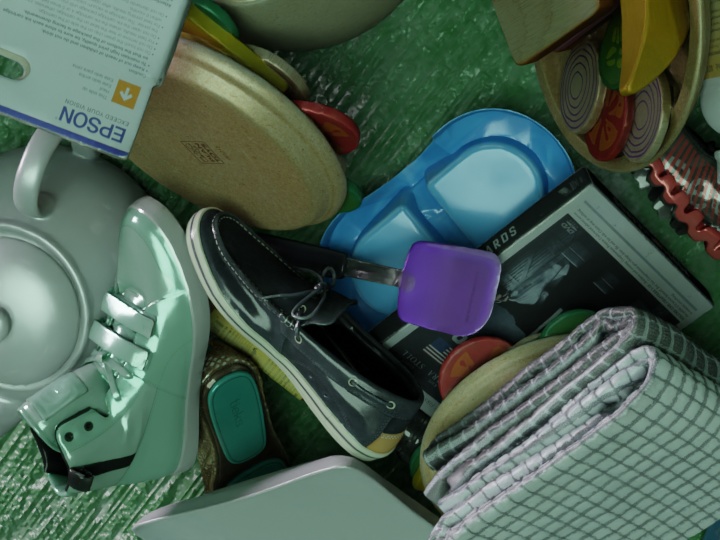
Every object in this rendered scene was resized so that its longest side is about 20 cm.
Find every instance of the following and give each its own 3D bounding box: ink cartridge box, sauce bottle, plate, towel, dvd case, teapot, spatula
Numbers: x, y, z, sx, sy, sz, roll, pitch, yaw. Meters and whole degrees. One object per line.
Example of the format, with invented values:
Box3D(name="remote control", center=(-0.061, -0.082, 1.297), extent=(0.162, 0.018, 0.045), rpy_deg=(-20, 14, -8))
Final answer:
Box3D(name="ink cartridge box", center=(-0.187, -0.188, 0.898), extent=(0.198, 0.041, 0.202), rpy_deg=(21, 89, -6))
Box3D(name="sauce bottle", center=(-0.030, 0.064, 1.132), extent=(0.200, 0.066, 0.066), rpy_deg=(40, 111, -3))
Box3D(name="plate", center=(-0.026, 0.188, 1.125), extent=(0.199, 0.033, 0.199), rpy_deg=(-20, 139, 32))
Box3D(name="towel", center=(0.154, 0.121, 1.016), extent=(0.200, 0.086, 0.165), rpy_deg=(-40, 133, 24))
Box3D(name="dvd case", center=(0.117, 0.036, 1.076), extent=(0.199, 0.025, 0.150), rpy_deg=(-38, 125, 19))
Box3D(name="teapot", center=(-0.229, 0.010, 1.115), extent=(0.196, 0.146, 0.202), rpy_deg=(-23, 100, 18))
Box3D(name="spatula", center=(0.000, 0.000, 1.059), extent=(0.198, 0.020, 0.057), rpy_deg=(12, 89, 34))

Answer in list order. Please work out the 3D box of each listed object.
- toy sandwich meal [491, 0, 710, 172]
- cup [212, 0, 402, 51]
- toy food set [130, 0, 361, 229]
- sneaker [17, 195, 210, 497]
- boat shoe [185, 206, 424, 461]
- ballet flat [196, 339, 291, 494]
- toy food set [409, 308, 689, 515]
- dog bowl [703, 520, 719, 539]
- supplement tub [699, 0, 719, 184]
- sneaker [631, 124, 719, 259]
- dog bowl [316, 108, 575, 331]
Box3D(name="toy sandwich meal", center=(0.135, -0.158, 0.969), extent=(0.070, 0.205, 0.208), rpy_deg=(-9, 109, -24))
Box3D(name="cup", center=(-0.059, -0.227, 1.004), extent=(0.198, 0.143, 0.203), rpy_deg=(4, 108, 11))
Box3D(name="toy food set", center=(-0.089, -0.093, 1.020), extent=(0.200, 0.049, 0.197), rpy_deg=(39, 156, -23))
Box3D(name="sneaker", center=(-0.165, 0.057, 1.044), extent=(0.073, 0.117, 0.203), rpy_deg=(24, 121, 46))
Box3D(name="boat shoe", center=(-0.034, 0.031, 1.032), extent=(0.200, 0.075, 0.062), rpy_deg=(49, 120, 3))
Box3D(name="ballet flat", center=(-0.091, 0.129, 1.163), extent=(0.070, 0.065, 0.202), rpy_deg=(-21, 129, -21))
Box3D(name="toy food set", center=(0.132, 0.111, 1.089), extent=(0.196, 0.049, 0.201), rpy_deg=(13, 124, -22))
Box3D(name="dog bowl", center=(0.335, 0.218, 1.099), extent=(0.198, 0.050, 0.113), rpy_deg=(4, 108, 11))
Box3D(name="supplement tub", center=(0.272, -0.150, 0.933), extent=(0.143, 0.144, 0.203), rpy_deg=(2, 91, 12))
Box3D(name="sneaker", center=(0.249, -0.045, 1.034), extent=(0.098, 0.071, 0.201), rpy_deg=(-42, 91, 14))
Box3D(name="dog bowl", center=(0.060, -0.032, 1.090), extent=(0.200, 0.050, 0.112), rpy_deg=(-39, 96, 20))
